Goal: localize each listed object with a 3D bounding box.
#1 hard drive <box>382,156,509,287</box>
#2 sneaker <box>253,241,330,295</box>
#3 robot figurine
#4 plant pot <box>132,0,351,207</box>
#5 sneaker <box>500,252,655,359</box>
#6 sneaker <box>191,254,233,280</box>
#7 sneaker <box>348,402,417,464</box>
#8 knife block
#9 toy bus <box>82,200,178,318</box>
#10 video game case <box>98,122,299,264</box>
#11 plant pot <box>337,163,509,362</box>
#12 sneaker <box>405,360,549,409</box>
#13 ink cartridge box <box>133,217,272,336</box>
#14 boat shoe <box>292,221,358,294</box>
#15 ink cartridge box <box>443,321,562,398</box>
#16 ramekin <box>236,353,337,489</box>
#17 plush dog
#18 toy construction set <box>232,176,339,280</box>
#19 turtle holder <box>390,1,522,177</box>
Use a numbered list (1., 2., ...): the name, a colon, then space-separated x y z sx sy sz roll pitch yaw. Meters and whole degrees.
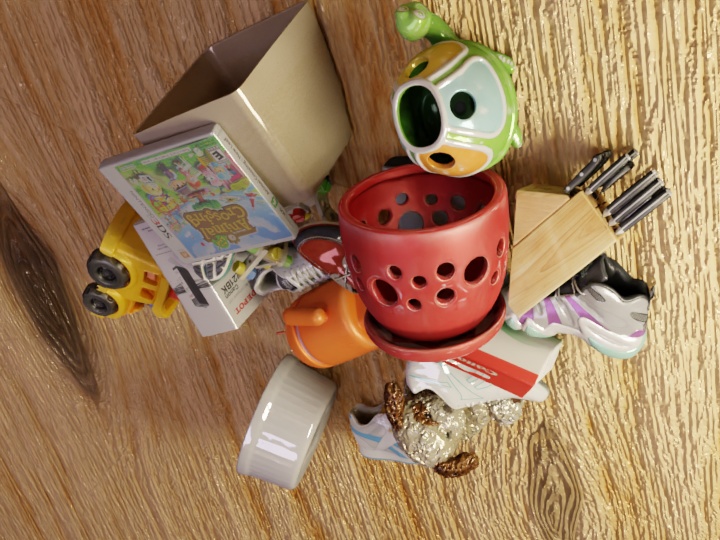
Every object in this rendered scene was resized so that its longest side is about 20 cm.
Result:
1. hard drive: 0.115 -0.051 1.281 0.137 0.033 0.203 4 125 32
2. sneaker: -0.067 -0.007 1.402 0.198 0.081 0.077 -15 120 40
3. robot figurine: -0.031 0.071 1.405 0.198 0.144 0.118 -25 101 41
4. plant pot: -0.127 -0.186 1.242 0.197 0.202 0.178 -12 126 39
5. sneaker: 0.263 0.018 1.208 0.196 0.078 0.142 13 129 11
6. sneaker: -0.191 -0.079 1.368 0.076 0.204 0.080 -7 157 21
7. sneaker: 0.065 0.244 1.515 0.197 0.077 0.082 -9 116 36
8. knife block: 0.263 -0.039 1.122 0.173 0.064 0.204 10 106 27
9. toy bus: -0.332 0.008 1.581 0.189 0.137 0.201 23 138 -5
10. video game case: -0.201 -0.088 1.223 0.197 0.022 0.183 -11 133 33
11. plant pot: 0.081 -0.010 1.162 0.197 0.201 0.186 8 124 29
12. sneaker: 0.152 0.146 1.306 0.196 0.070 0.082 17 97 -1
13. ink cartridge box: -0.217 -0.027 1.447 0.083 0.145 0.202 -11 117 38
14. boat shoe: 0.000 0.000 1.270 0.198 0.063 0.071 25 132 -26
15. ink cartridge box: 0.161 0.093 1.250 0.159 0.199 0.051 22 100 18
16. ramekin: -0.112 0.245 1.555 0.096 0.202 0.202 23 134 6
17. plush dog: 0.105 0.196 1.379 0.199 0.172 0.161 41 136 -2
18. toy construction set: -0.089 -0.066 1.343 0.197 0.134 0.092 -14 147 32
19. turtle holder: 0.100 -0.198 1.099 0.139 0.131 0.189 18 112 34
